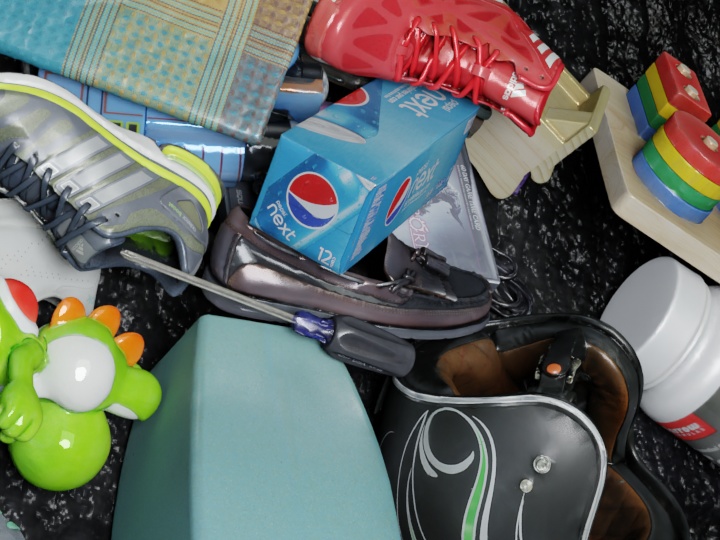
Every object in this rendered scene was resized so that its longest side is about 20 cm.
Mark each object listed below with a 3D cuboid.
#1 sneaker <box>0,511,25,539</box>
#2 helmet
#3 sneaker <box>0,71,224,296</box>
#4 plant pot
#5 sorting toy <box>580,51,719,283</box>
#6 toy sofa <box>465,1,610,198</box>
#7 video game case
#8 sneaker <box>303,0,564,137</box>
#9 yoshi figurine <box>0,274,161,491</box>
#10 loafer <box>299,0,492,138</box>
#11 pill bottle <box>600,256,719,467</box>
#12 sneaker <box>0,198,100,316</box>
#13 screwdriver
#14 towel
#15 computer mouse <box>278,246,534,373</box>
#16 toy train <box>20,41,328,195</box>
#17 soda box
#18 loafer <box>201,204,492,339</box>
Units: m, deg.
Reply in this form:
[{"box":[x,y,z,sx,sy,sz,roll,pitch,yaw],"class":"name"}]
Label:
[{"box":[-0.213,0.148,0.902,0.199,0.074,0.088,36,53,-15],"class":"sneaker"},{"box":[0.108,0.142,1.025,0.199,0.199,0.193,-22,111,-35],"class":"helmet"},{"box":[-0.167,-0.049,0.922,0.198,0.074,0.082,20,47,-27],"class":"sneaker"},{"box":[-0.069,0.139,0.956,0.140,0.141,0.202,10,57,-29],"class":"plant pot"},{"box":[0.276,-0.071,1.222,0.199,0.070,0.200,31,29,-19],"class":"sorting toy"},{"box":[0.086,-0.159,1.197,0.200,0.097,0.083,45,32,-10],"class":"toy sofa"},{"box":[-0.006,-0.057,1.097,0.198,0.019,0.144,8,50,-24],"class":"video game case"},{"box":[0.063,-0.142,1.034,0.199,0.079,0.115,-14,45,-45],"class":"sneaker"},{"box":[-0.206,0.068,0.901,0.199,0.112,0.113,24,37,-36],"class":"yoshi figurine"},{"box":[-0.003,-0.145,1.131,0.199,0.063,0.072,32,15,-7],"class":"loafer"},{"box":[0.278,0.085,1.199,0.199,0.114,0.115,34,59,-17],"class":"pill bottle"},{"box":[-0.242,0.003,0.939,0.198,0.075,0.090,-2,86,-33],"class":"sneaker"},{"box":[-0.054,0.023,0.952,0.198,0.029,0.028,22,92,-20],"class":"screwdriver"},{"box":[-0.131,-0.172,0.981,0.198,0.022,0.148,21,72,-3],"class":"towel"},{"box":[0.016,0.019,1.096,0.199,0.053,0.139,-25,70,-41],"class":"computer mouse"},{"box":[-0.118,-0.103,1.017,0.197,0.087,0.115,5,62,-11],"class":"toy train"},{"box":[0.007,-0.069,1.011,0.067,0.065,0.200,28,26,11],"class":"soda box"},{"box":[0.000,0.000,1.007,0.198,0.072,0.064,5,115,-24],"class":"loafer"}]
